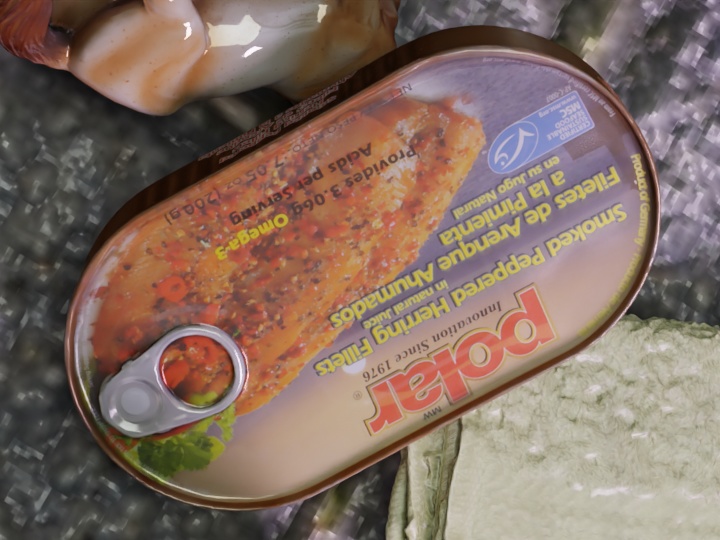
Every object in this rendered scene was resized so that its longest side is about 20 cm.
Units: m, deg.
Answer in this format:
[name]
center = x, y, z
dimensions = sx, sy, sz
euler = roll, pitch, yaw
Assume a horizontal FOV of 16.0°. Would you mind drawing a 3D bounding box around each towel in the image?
[towel]
center = 0.105, 0.088, 0.877
dimensions = 0.198, 0.036, 0.150
euler = 5, 84, -12

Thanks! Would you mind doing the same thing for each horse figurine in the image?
[horse figurine]
center = -0.036, -0.086, 0.804
dimensions = 0.199, 0.133, 0.050
euler = -2, 56, -25

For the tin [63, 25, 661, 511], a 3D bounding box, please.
[tin]
center = 0.000, 0.000, 0.819
dimensions = 0.199, 0.042, 0.112
euler = -28, 106, 8
